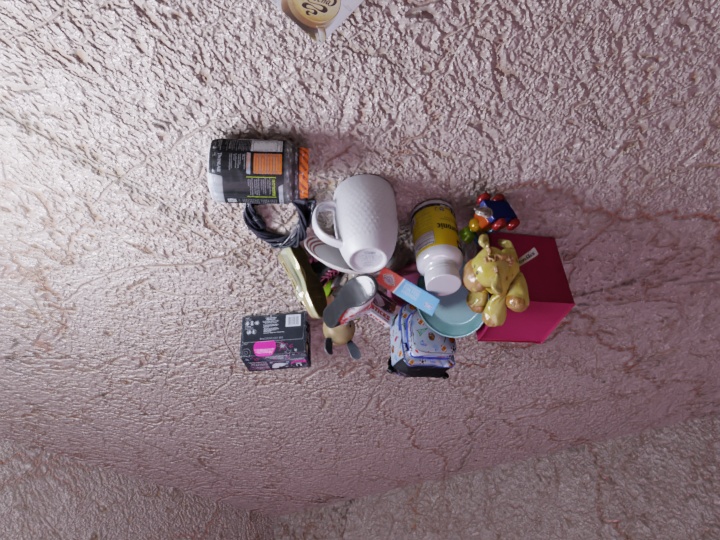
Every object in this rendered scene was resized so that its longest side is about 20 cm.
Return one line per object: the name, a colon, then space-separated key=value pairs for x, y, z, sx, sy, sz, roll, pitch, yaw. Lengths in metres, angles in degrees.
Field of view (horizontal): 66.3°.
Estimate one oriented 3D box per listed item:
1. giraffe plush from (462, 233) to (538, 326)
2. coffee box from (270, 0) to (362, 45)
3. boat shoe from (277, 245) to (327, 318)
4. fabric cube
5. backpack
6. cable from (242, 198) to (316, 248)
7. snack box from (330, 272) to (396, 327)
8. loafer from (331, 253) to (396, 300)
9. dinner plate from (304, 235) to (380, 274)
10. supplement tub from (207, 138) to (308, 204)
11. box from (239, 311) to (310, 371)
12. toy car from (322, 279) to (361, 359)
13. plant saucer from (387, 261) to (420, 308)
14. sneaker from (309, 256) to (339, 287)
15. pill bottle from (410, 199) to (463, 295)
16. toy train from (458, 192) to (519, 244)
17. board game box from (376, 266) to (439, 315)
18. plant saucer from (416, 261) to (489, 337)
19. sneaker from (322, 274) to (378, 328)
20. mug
giraffe plush: x=0.292 y=0.011 z=1.215 sx=0.202 sy=0.173 sz=0.160 roll=-53 pitch=148 yaw=16
coffee box: x=-0.095 y=-0.451 z=0.806 sx=0.111 sy=0.082 sz=0.198 roll=-29 pitch=137 yaw=33
boat shoe: x=-0.144 y=0.031 z=1.356 sx=0.062 sy=0.205 sz=0.072 roll=-34 pitch=165 yaw=27
fabric cube: x=0.401 y=0.050 z=1.425 sx=0.189 sy=0.205 sz=0.203 roll=3 pitch=144 yaw=-11
backpack: x=0.165 y=0.181 z=1.501 sx=0.194 sy=0.195 sz=0.155 roll=9 pitch=139 yaw=-26
cable: x=-0.194 y=-0.118 z=1.270 sx=0.158 sy=0.052 sz=0.201 roll=12 pitch=141 yaw=-20
snack box: x=0.011 y=0.068 z=1.476 sx=0.198 sy=0.073 sz=0.024 roll=36 pitch=145 yaw=-20
loafer: x=0.000 y=0.000 z=1.393 sx=0.198 sy=0.072 sz=0.064 roll=-39 pitch=126 yaw=-7
dinner plate: x=-0.040 y=-0.032 z=1.288 sx=0.193 sy=0.201 sz=0.025 roll=10 pitch=112 yaw=-18
supplement tub: x=-0.200 y=-0.197 z=1.102 sx=0.192 sy=0.126 sz=0.124 roll=1 pitch=144 yaw=-6
box: x=-0.248 y=0.212 z=1.639 sx=0.192 sy=0.136 sz=0.116 roll=-4 pitch=148 yaw=1
toy car: x=-0.052 y=0.139 z=1.500 sx=0.159 sy=0.206 sz=0.159 roll=12 pitch=142 yaw=-21
plant saucer: x=0.168 y=0.037 z=1.513 sx=0.192 sy=0.052 sz=0.203 roll=-3 pitch=144 yaw=-2
sneaker: x=-0.086 y=0.002 z=1.406 sx=0.195 sy=0.098 sz=0.079 roll=-21 pitch=139 yaw=20
pill bottle: x=0.177 y=-0.051 z=1.266 sx=0.107 sy=0.206 sz=0.113 roll=-2 pitch=146 yaw=-2
toy train: x=0.263 y=-0.105 z=1.237 sx=0.196 sy=0.086 sz=0.116 roll=-6 pitch=150 yaw=-49
board game box: x=0.114 y=0.050 z=1.318 sx=0.150 sy=0.041 sz=0.200 roll=31 pitch=-179 yaw=6
plant saucer: x=0.235 y=0.067 z=1.406 sx=0.196 sy=0.205 sz=0.036 roll=-26 pitch=180 yaw=28
sneaker: x=0.000 y=0.061 z=1.289 sx=0.106 sy=0.069 sz=0.201 roll=-17 pitch=160 yaw=-47
mug: x=-0.011 y=-0.097 z=1.207 sx=0.193 sy=0.180 sz=0.149 roll=8 pitch=143 yaw=-15
